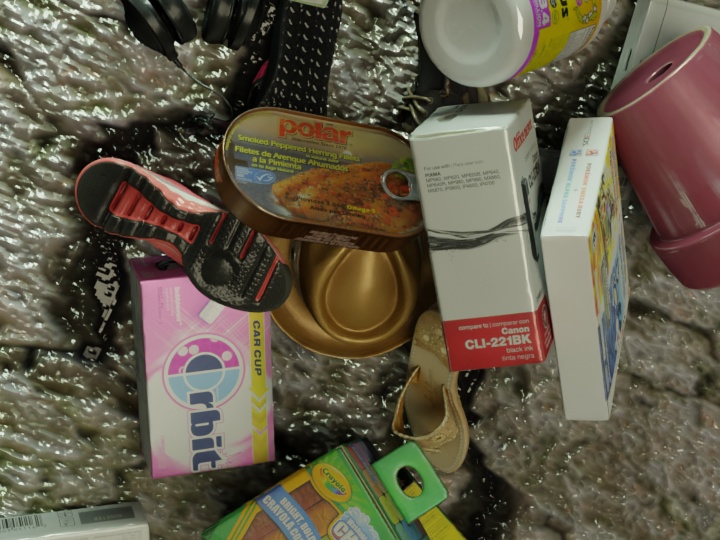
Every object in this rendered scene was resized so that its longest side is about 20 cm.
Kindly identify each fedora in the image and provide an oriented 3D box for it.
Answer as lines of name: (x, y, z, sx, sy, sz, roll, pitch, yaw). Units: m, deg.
fedora: (0.000, 0.000, 1.318, 0.200, 0.082, 0.201, -3, 113, -6)

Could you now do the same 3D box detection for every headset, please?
headset: (-0.140, -0.213, 1.234, 0.123, 0.094, 0.200, -8, 95, -12)

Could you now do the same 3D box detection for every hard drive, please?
hard drive: (0.341, -0.183, 1.423, 0.200, 0.027, 0.132, 9, 105, -22)

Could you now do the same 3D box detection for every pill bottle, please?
pill bottle: (0.143, -0.225, 1.256, 0.200, 0.104, 0.104, -28, 121, -50)

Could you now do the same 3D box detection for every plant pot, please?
plant pot: (0.317, -0.112, 1.331, 0.200, 0.200, 0.179, -42, 101, -2)

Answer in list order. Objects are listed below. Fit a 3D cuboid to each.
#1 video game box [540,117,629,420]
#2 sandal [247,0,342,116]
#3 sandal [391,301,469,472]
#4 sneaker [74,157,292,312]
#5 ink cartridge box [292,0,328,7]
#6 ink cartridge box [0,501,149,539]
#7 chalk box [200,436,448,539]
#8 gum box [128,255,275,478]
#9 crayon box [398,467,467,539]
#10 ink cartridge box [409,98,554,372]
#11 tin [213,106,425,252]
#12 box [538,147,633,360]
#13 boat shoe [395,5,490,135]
video game box: (0.199, -0.002, 1.283, 0.047, 0.182, 0.200, -1, 127, 15)
sandal: (-0.063, -0.157, 1.288, 0.075, 0.045, 0.200, 16, 88, -29)
sandal: (0.055, 0.124, 1.367, 0.070, 0.078, 0.212, -36, 144, -36)
sneaker: (-0.141, -0.040, 1.249, 0.200, 0.087, 0.074, 33, 103, -5)
ink cartridge box: (-0.020, -0.325, 1.135, 0.048, 0.146, 0.200, 9, 143, -20)
ink cartridge box: (-0.278, 0.318, 1.371, 0.160, 0.047, 0.200, -5, 115, -18)
chalk box: (-0.019, 0.233, 1.340, 0.200, 0.124, 0.124, -34, 81, 8)
gum box: (-0.142, 0.076, 1.319, 0.113, 0.066, 0.200, -7, 110, -16)
crayon box: (0.053, 0.303, 1.473, 0.127, 0.051, 0.200, -40, 115, -3)
ink cartridge box: (0.109, -0.034, 1.235, 0.084, 0.144, 0.200, -7, 104, 16)
tin: (-0.028, -0.075, 1.238, 0.200, 0.042, 0.112, 9, 62, -24)
box: (0.175, -0.013, 1.384, 0.156, 0.041, 0.200, 1, 109, -44)
boat shoe: (0.074, -0.139, 1.319, 0.073, 0.074, 0.200, -21, 112, -12)
